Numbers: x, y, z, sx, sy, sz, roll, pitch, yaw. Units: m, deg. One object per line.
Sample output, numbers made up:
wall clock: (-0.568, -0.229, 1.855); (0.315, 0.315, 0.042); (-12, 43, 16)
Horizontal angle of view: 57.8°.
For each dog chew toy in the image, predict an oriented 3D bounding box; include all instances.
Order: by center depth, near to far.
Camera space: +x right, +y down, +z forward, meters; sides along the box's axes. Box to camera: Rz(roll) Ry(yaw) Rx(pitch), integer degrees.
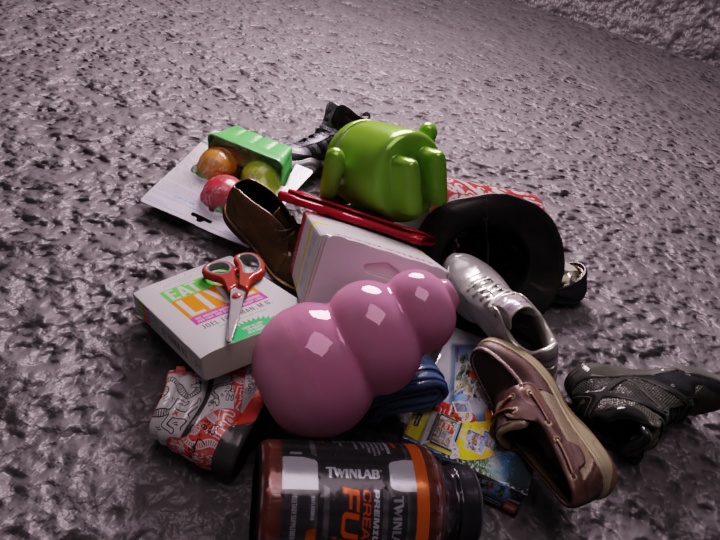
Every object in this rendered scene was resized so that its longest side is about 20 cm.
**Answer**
dog chew toy: (0.001, 0.067, 0.603); (0.198, 0.125, 0.125); (-29, 45, -1)

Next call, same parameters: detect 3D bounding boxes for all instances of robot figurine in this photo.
robot figurine: (0.029, -0.133, 0.858); (0.173, 0.118, 0.199); (-23, 30, -26)

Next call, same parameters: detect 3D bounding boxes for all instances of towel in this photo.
towel: (0.007, 0.089, 0.738); (0.110, 0.049, 0.200); (-7, 27, -28)

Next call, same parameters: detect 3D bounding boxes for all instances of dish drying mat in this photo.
dish drying mat: (-0.004, -0.068, 0.826); (0.197, 0.019, 0.077); (19, 7, 18)

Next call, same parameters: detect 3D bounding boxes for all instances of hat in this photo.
hat: (0.166, -0.014, 0.869); (0.197, 0.204, 0.081); (17, 15, 5)

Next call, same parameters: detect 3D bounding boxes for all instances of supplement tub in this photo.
supplement tub: (0.004, 0.205, 0.572); (0.196, 0.108, 0.108); (4, 37, -12)

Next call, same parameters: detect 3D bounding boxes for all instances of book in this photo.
book: (-0.155, 0.049, 0.721); (0.132, 0.049, 0.199); (-19, 27, -33)

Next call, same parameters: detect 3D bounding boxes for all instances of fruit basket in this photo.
fruit basket: (-0.193, -0.124, 0.976); (0.183, 0.094, 0.201); (22, 53, 11)

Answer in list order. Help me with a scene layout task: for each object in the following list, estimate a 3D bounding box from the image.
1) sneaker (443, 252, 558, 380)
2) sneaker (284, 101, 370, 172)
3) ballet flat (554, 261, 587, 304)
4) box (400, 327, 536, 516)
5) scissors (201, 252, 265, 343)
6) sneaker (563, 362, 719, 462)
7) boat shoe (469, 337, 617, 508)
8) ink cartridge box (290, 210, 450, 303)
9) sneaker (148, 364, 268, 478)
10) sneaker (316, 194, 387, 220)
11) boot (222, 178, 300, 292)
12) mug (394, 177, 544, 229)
sneaker: (0.167, 0.040, 0.761); (0.074, 0.100, 0.201); (-27, 57, -13)
sneaker: (-0.070, -0.225, 1.093); (0.197, 0.116, 0.075); (-4, 19, -26)
ballet flat: (0.244, 0.014, 0.932); (0.196, 0.074, 0.074); (-3, 39, -21)
box: (0.135, 0.158, 0.734); (0.135, 0.038, 0.200); (23, 37, 12)
scissors: (-0.127, 0.022, 0.705); (0.072, 0.014, 0.200); (-10, 24, -17)
sneaker: (0.347, 0.169, 0.761); (0.195, 0.077, 0.115); (4, 39, -8)
boat shoe: (0.167, 0.151, 0.664); (0.071, 0.073, 0.201); (-11, 49, -31)
ink cartridge box: (0.000, 0.000, 0.748); (0.143, 0.085, 0.200); (16, 9, -12)
sneaker: (-0.137, 0.111, 0.682); (0.106, 0.068, 0.202); (21, 40, 5)
sneaker: (0.006, -0.106, 0.991); (0.075, 0.092, 0.199); (22, 34, 27)
boot: (-0.100, -0.040, 0.857); (0.199, 0.076, 0.074); (40, 56, 5)
mug: (0.161, -0.087, 0.984); (0.196, 0.134, 0.180); (4, 49, -18)
